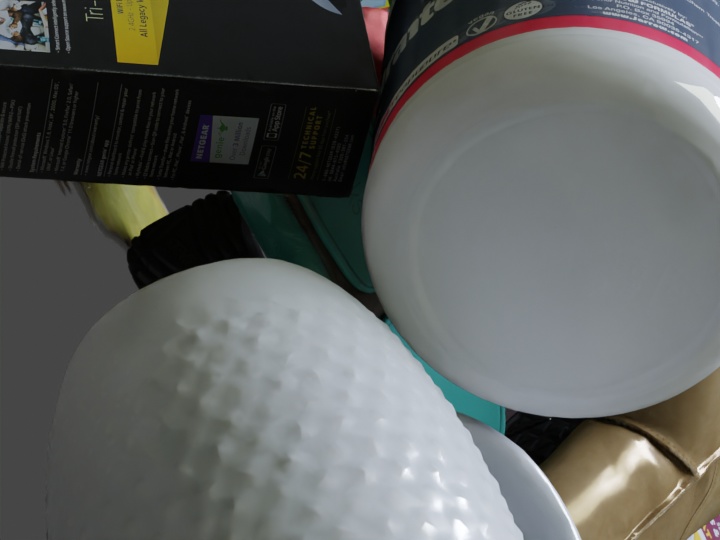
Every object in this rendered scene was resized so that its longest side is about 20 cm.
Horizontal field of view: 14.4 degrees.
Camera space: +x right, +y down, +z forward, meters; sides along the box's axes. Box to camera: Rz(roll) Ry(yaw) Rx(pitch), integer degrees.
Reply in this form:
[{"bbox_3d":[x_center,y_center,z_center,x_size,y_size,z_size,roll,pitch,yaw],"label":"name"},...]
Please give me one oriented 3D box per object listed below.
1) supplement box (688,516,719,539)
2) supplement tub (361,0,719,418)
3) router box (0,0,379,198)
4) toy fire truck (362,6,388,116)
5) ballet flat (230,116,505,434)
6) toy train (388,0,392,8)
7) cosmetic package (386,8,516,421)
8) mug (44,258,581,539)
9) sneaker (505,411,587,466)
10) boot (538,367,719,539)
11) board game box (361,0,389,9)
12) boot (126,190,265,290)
[{"bbox_3d":[0.121,0.150,1.332,0.200,0.103,0.132,7,59,-55],"label":"supplement box"},{"bbox_3d":[0.075,-0.054,1.000,0.141,0.140,0.200,59,18,-24],"label":"supplement tub"},{"bbox_3d":[-0.086,-0.115,1.002,0.201,0.156,0.052,-100,-161,-44],"label":"router box"},{"bbox_3d":[-0.059,-0.068,1.131,0.199,0.141,0.049,6,72,-30],"label":"toy fire truck"},{"bbox_3d":[0.000,0.000,1.087,0.070,0.067,0.201,34,-24,48],"label":"ballet flat"},{"bbox_3d":[0.043,-0.063,1.295,0.056,0.042,0.201,19,54,-61],"label":"toy train"},{"bbox_3d":[0.035,-0.011,1.349,0.200,0.071,0.102,51,36,-20],"label":"cosmetic package"},{"bbox_3d":[-0.005,0.094,0.906,0.199,0.148,0.176,4,52,-39],"label":"mug"},{"bbox_3d":[0.080,0.115,1.201,0.072,0.200,0.083,1,-56,54],"label":"sneaker"},{"bbox_3d":[0.077,0.083,1.096,0.066,0.200,0.176,16,-43,44],"label":"boot"},{"bbox_3d":[-0.033,-0.198,1.451,0.200,0.103,0.105,37,32,-63],"label":"board game box"},{"bbox_3d":[-0.030,0.064,1.081,0.131,0.067,0.200,59,10,-28],"label":"boot"}]
